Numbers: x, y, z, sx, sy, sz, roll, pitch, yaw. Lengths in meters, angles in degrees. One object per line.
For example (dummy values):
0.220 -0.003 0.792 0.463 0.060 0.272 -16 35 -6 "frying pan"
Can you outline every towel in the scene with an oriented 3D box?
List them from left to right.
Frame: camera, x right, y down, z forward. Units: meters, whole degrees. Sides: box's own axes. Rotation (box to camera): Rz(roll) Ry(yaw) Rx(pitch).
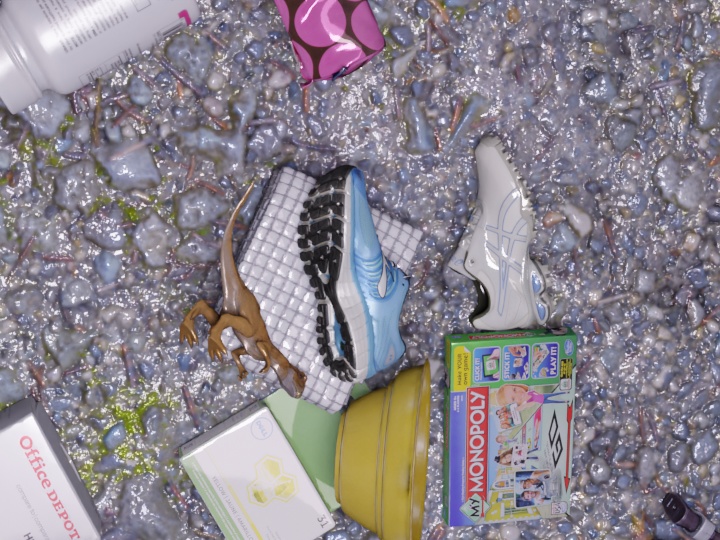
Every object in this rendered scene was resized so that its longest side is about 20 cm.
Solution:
-0.050 0.020 1.479 0.165 0.086 0.201 26 84 -15 "towel"

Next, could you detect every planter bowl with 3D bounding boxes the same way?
0.020 0.184 1.471 0.083 0.200 0.202 3 97 7 "planter bowl"

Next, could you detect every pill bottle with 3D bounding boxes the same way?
-0.259 -0.235 1.394 0.199 0.113 0.114 -31 102 -7 "pill bottle"

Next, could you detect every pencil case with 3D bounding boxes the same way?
-0.053 -0.280 1.447 0.093 0.091 0.201 -23 99 6 "pencil case"

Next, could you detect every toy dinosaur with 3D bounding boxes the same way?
-0.115 0.033 1.397 0.106 0.060 0.201 -30 104 -41 "toy dinosaur"

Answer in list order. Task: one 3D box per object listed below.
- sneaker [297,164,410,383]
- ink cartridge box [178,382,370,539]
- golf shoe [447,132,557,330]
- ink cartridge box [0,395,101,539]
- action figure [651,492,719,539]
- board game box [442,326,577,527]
0.000 0.000 1.424 0.089 0.078 0.202 -11 98 -35 "sneaker"
-0.063 0.193 1.521 0.199 0.048 0.146 -30 101 -4 "ink cartridge box"
0.131 -0.033 1.520 0.096 0.078 0.202 -15 99 -3 "golf shoe"
-0.365 0.233 1.444 0.199 0.085 0.145 -29 101 -8 "ink cartridge box"
0.406 0.317 1.623 0.199 0.069 0.131 31 83 -17 "action figure"
0.152 0.161 1.555 0.133 0.029 0.202 -4 106 -12 "board game box"
